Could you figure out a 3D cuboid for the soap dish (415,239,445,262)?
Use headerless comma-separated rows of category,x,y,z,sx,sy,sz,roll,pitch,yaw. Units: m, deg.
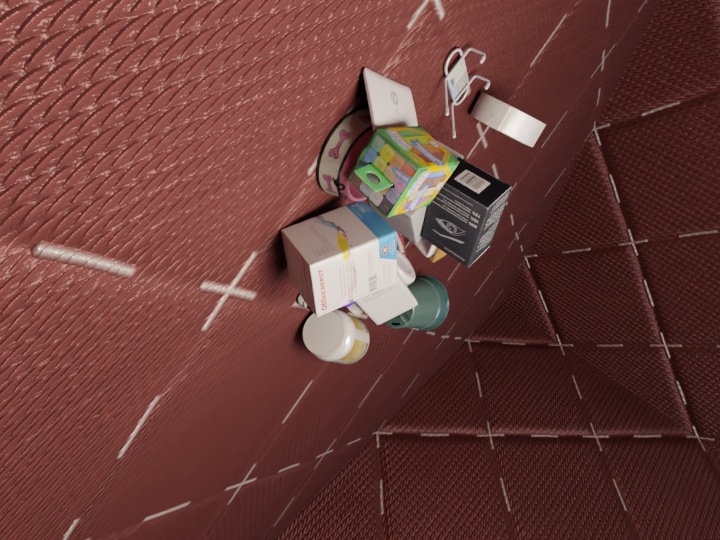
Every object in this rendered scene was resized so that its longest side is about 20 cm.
soap dish,0.224,-0.149,1.544,0.081,0.157,0.200,0,128,-32

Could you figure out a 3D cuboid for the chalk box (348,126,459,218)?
chalk box,0.071,-0.193,1.015,0.200,0.124,0.124,-22,153,-50

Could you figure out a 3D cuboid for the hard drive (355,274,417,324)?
hard drive,0.064,0.071,1.407,0.132,0.027,0.200,-28,144,9

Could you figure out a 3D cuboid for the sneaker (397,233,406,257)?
sneaker,0.091,-0.069,1.520,0.074,0.081,0.200,-8,140,5

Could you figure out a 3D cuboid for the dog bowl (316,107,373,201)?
dog bowl,0.003,-0.234,1.105,0.200,0.074,0.200,-43,156,-25

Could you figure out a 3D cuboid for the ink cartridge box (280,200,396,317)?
ink cartridge box,-0.044,-0.029,1.119,0.200,0.146,0.147,-23,136,-20

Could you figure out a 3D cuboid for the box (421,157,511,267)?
box,0.240,-0.132,1.223,0.104,0.148,0.200,-40,154,-31

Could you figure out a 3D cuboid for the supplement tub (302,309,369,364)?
supplement tub,-0.067,0.186,1.477,0.145,0.144,0.200,-53,157,0

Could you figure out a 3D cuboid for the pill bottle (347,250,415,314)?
pill bottle,0.046,0.036,1.472,0.200,0.112,0.112,-38,164,23

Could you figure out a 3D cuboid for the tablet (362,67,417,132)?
tablet,0.068,-0.329,1.071,0.200,0.014,0.130,-11,90,-59

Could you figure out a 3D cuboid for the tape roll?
tape roll,0.408,-0.420,1.461,0.202,0.202,0.071,-12,134,-58

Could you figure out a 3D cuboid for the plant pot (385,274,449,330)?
plant pot,0.172,0.115,1.803,0.196,0.200,0.200,-1,124,-53

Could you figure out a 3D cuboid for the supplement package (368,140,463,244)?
supplement package,0.136,-0.207,1.300,0.200,0.151,0.152,-50,158,-10

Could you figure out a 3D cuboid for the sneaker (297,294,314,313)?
sneaker,-0.063,0.035,1.344,0.200,0.086,0.080,-51,159,-8

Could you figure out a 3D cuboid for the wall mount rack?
wall mount rack,0.243,-0.434,1.282,0.174,0.075,0.200,-54,157,0

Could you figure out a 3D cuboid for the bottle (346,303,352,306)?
bottle,0.000,0.000,1.403,0.065,0.084,0.200,31,101,-41
